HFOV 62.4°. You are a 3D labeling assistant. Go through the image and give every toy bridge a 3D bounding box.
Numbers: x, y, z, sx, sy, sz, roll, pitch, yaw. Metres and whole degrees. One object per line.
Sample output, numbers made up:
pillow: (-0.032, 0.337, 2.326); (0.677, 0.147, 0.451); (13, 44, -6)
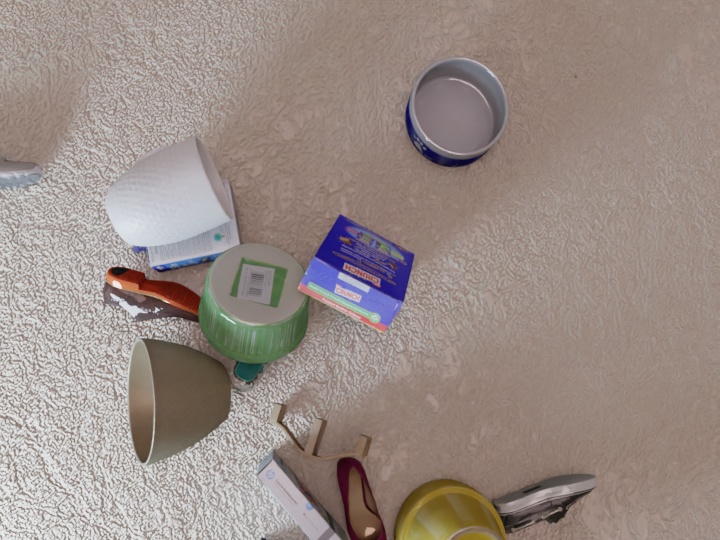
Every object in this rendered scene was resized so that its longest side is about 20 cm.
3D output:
toy bridge: (-0.080, 0.294, 1.047); (0.197, 0.027, 0.068); (13, 79, 23)

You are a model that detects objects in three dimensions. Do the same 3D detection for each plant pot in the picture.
plant pot: (0.167, 0.474, 1.004); (0.196, 0.189, 0.205); (1, 80, -7)

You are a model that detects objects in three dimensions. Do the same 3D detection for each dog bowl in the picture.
dog bowl: (0.189, -0.314, 1.184); (0.196, 0.079, 0.205); (1, 81, -7)

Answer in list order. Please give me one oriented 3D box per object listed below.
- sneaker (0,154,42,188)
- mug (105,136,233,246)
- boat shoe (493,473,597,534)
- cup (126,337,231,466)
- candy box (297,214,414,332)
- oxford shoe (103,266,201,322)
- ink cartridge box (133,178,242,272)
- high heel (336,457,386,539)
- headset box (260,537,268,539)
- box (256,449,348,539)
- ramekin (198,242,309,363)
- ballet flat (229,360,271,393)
sneaker: (-0.677, -0.198, 1.069); (0.195, 0.075, 0.084); (4, 82, -5)
mug: (-0.329, -0.138, 1.003); (0.173, 0.149, 0.202); (-23, 53, -2)
boat shoe: (0.345, 0.428, 1.095); (0.196, 0.071, 0.065); (-17, 83, -1)
cup: (-0.303, 0.212, 1.007); (0.141, 0.199, 0.205); (0, 80, -34)
candy box: (0.000, 0.000, 1.054); (0.167, 0.201, 0.078); (28, 116, -2)
oxford shoe: (-0.367, 0.060, 1.080); (0.197, 0.071, 0.074); (22, 108, -6)
ink cartridge box: (-0.323, -0.079, 1.091); (0.196, 0.076, 0.139); (-11, 81, -9)
high heel: (0.004, 0.427, 1.038); (0.066, 0.096, 0.203); (-23, 85, -14)
headset box: (-0.123, 0.577, 1.004); (0.197, 0.093, 0.177); (22, 79, -2)
box: (-0.096, 0.398, 1.003); (0.041, 0.156, 0.200); (-42, 87, -13)
ramekin: (-0.180, 0.049, 1.033); (0.196, 0.098, 0.203); (8, 51, -10)
ballet flat: (-0.176, 0.136, 1.073); (0.071, 0.072, 0.201); (34, 51, -1)
